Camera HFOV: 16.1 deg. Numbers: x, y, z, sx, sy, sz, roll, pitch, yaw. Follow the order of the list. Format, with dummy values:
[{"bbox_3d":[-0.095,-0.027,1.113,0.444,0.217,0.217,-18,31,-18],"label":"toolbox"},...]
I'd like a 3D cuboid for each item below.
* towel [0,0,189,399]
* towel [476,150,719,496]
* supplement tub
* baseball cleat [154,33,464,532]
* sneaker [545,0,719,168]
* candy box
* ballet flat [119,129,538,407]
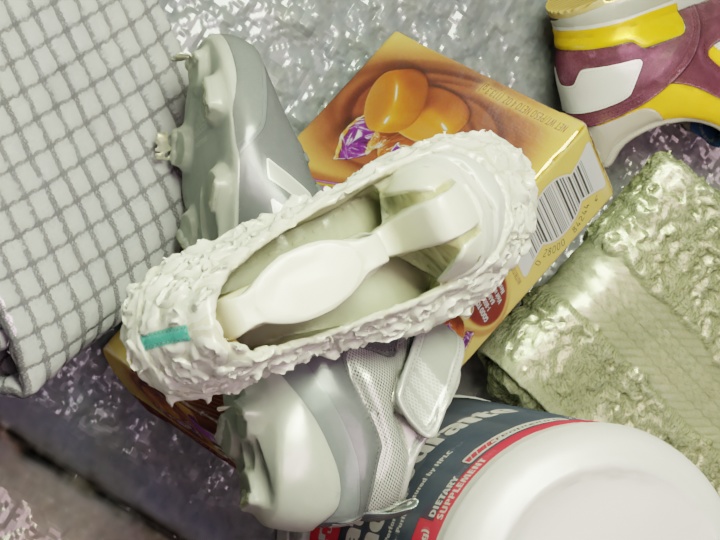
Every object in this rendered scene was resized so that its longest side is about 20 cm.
[{"bbox_3d":[-0.152,-0.064,1.012,0.166,0.086,0.200,-41,110,-48],"label":"towel"},{"bbox_3d":[0.162,0.053,1.195,0.148,0.036,0.200,-48,114,-3],"label":"towel"},{"bbox_3d":[0.057,0.127,1.079,0.140,0.200,0.141,-1,92,-24],"label":"supplement tub"},{"bbox_3d":[-0.018,0.003,1.008,0.106,0.070,0.200,-4,81,-22],"label":"baseball cleat"},{"bbox_3d":[0.182,-0.109,1.203,0.200,0.075,0.090,-15,106,-17],"label":"sneaker"},{"bbox_3d":[0.000,0.000,1.091,0.200,0.117,0.056,-49,142,-15],"label":"candy box"},{"bbox_3d":[0.004,-0.003,0.945,0.200,0.072,0.072,-27,103,-33],"label":"ballet flat"}]
